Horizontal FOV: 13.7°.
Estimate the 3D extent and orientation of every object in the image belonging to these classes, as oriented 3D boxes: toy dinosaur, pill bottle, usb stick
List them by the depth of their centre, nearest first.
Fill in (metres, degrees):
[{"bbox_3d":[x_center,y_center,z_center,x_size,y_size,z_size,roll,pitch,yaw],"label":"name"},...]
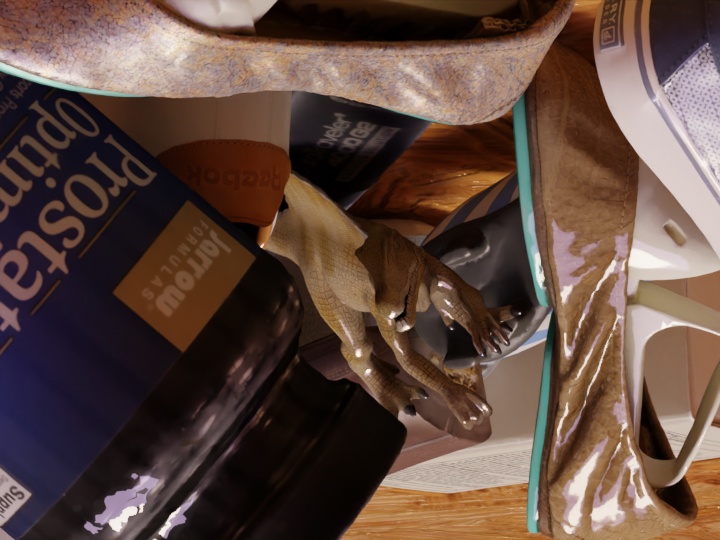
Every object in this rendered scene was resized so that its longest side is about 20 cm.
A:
[{"bbox_3d":[-0.089,0.015,0.865,0.200,0.112,0.112,40,161,-4],"label":"pill bottle"},{"bbox_3d":[-0.007,-0.052,0.984,0.055,0.033,0.200,11,166,-11],"label":"usb stick"},{"bbox_3d":[0.000,0.000,1.013,0.101,0.058,0.200,47,167,-21],"label":"toy dinosaur"}]

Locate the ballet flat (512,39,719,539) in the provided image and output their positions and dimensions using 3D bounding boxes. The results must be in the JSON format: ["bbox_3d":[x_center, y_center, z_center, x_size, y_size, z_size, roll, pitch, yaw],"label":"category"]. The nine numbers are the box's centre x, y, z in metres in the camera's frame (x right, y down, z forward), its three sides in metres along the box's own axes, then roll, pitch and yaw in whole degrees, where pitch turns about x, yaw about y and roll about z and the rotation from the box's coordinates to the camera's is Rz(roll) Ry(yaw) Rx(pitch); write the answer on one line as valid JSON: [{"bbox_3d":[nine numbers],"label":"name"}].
[{"bbox_3d":[0.089,0.011,0.996,0.072,0.201,0.068,2,-149,10],"label":"ballet flat"}]

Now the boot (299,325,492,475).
[{"bbox_3d":[-0.017,0.084,1.200,0.200,0.064,0.186,-25,153,22],"label":"boot"}]

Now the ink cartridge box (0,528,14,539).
[{"bbox_3d":[-0.127,0.072,1.032,0.084,0.145,0.200,38,-163,5],"label":"ink cartridge box"}]

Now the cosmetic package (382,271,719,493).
[{"bbox_3d":[0.087,0.041,1.307,0.200,0.088,0.103,-10,165,37],"label":"cosmetic package"}]

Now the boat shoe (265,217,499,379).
[{"bbox_3d":[-0.022,0.004,1.202,0.067,0.074,0.200,23,-174,43],"label":"boat shoe"}]

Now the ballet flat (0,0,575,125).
[{"bbox_3d":[-0.021,-0.083,0.797,0.200,0.068,0.067,1,149,-42],"label":"ballet flat"}]

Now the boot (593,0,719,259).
[{"bbox_3d":[0.158,-0.025,0.918,0.090,0.073,0.200,-10,142,35],"label":"boot"}]

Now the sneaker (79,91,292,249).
[{"bbox_3d":[-0.074,-0.024,0.980,0.073,0.085,0.200,0,170,-18],"label":"sneaker"}]

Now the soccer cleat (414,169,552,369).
[{"bbox_3d":[0.095,-0.030,1.063,0.200,0.070,0.086,-27,-172,42],"label":"soccer cleat"}]
